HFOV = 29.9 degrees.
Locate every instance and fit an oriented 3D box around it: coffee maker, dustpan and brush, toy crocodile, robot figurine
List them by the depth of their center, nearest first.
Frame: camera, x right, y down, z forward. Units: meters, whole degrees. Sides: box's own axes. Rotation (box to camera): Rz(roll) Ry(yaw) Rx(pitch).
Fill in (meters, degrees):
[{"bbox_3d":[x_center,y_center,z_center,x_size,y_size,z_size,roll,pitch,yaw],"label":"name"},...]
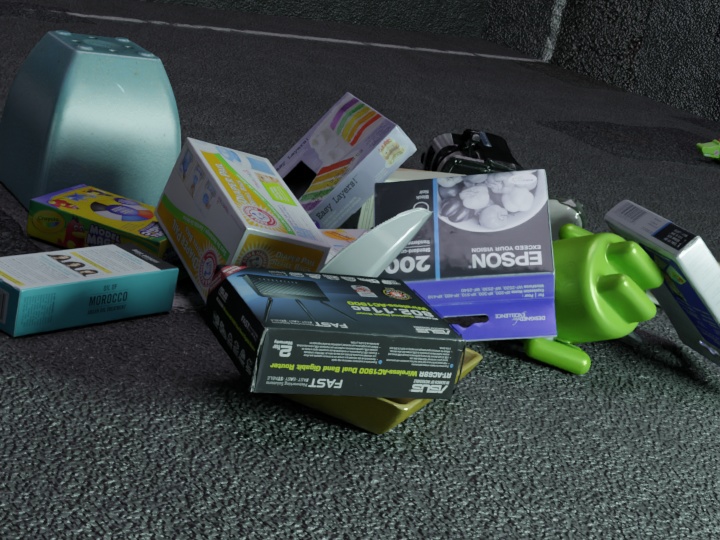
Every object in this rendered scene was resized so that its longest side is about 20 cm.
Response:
[{"bbox_3d":[-0.027,0.008,1.327,0.057,0.140,0.200,43,56,3],"label":"dustpan and brush"},{"bbox_3d":[0.236,0.023,1.501,0.199,0.177,0.115,-12,-41,45],"label":"robot figurine"},{"bbox_3d":[0.190,-0.124,2.032,0.191,0.135,0.200,33,15,-12],"label":"coffee maker"},{"bbox_3d":[0.842,-0.261,2.996,0.198,0.062,0.068,9,17,-9],"label":"toy crocodile"}]

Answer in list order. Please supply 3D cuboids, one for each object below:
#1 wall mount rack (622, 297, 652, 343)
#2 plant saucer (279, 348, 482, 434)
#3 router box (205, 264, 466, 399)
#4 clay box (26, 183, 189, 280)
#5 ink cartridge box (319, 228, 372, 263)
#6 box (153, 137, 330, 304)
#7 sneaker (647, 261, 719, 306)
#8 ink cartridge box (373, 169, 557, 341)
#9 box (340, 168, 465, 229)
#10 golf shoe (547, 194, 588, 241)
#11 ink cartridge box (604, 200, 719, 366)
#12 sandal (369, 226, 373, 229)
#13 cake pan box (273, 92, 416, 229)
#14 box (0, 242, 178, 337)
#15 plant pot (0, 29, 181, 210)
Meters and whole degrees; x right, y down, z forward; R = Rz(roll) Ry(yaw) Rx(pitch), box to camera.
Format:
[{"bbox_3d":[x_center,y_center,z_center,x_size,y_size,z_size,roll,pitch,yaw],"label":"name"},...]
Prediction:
[{"bbox_3d":[0.273,0.028,1.662,0.199,0.075,0.174,23,-5,28],"label":"wall mount rack"},{"bbox_3d":[-0.009,0.093,1.293,0.198,0.049,0.200,19,18,22],"label":"plant saucer"},{"bbox_3d":[-0.026,0.055,1.213,0.198,0.063,0.150,4,20,-25],"label":"router box"},{"bbox_3d":[-0.268,-0.045,1.550,0.198,0.048,0.115,17,18,16],"label":"clay box"},{"bbox_3d":[0.000,0.000,1.560,0.198,0.069,0.115,-1,22,-38],"label":"ink cartridge box"},{"bbox_3d":[-0.132,-0.044,1.465,0.112,0.102,0.200,12,26,-35],"label":"box"},{"bbox_3d":[0.426,0.022,1.815,0.198,0.067,0.090,17,37,-21],"label":"sneaker"},{"bbox_3d":[0.110,-0.016,1.459,0.196,0.044,0.202,-4,55,6],"label":"ink cartridge box"},{"bbox_3d":[0.072,-0.087,1.847,0.198,0.096,0.078,5,16,-28],"label":"box"},{"bbox_3d":[0.192,-0.029,1.698,0.198,0.078,0.088,-19,26,23],"label":"golf shoe"},{"bbox_3d":[0.377,0.025,1.539,0.043,0.201,0.198,-36,20,-2],"label":"ink cartridge box"},{"bbox_3d":[0.088,-0.008,1.650,0.199,0.043,0.076,33,20,27],"label":"sandal"},{"bbox_3d":[-0.041,-0.131,1.778,0.052,0.200,0.184,45,1,-28],"label":"cake pan box"},{"bbox_3d":[-0.283,0.016,1.342,0.082,0.050,0.199,25,21,36],"label":"box"},{"bbox_3d":[-0.339,-0.191,1.709,0.195,0.202,0.195,1,19,-33],"label":"plant pot"}]
